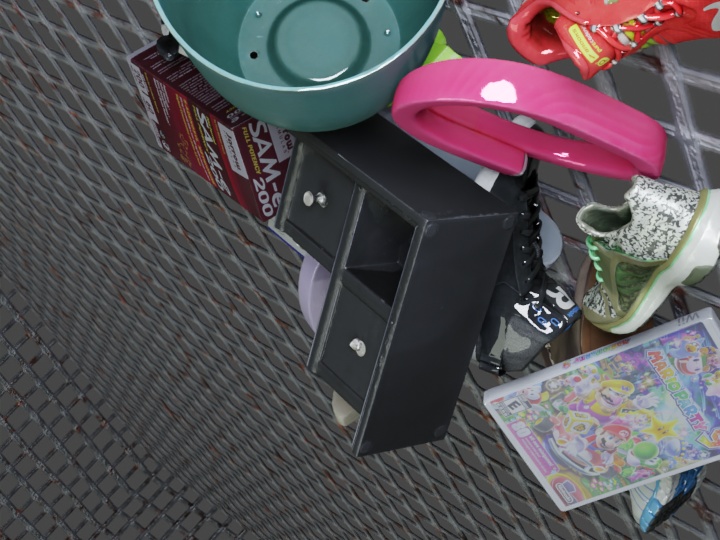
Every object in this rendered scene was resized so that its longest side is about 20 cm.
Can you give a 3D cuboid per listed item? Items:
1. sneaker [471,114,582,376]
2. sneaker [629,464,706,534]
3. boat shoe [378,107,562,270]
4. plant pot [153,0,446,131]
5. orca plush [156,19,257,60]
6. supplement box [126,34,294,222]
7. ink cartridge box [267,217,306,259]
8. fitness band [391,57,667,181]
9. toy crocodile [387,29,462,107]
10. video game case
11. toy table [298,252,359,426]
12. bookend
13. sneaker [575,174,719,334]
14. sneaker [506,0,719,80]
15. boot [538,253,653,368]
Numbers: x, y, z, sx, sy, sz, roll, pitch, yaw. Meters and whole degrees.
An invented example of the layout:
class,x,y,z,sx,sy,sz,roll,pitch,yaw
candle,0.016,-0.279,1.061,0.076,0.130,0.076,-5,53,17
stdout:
class,x,y,z,sx,sy,sz,roll,pitch,yaw
sneaker,0.131,-0.012,1.121,0.112,0.073,0.201,28,118,16
sneaker,0.267,0.166,1.332,0.087,0.075,0.200,41,154,28
boat shoe,0.076,-0.063,1.210,0.199,0.074,0.068,36,148,-4
plant pot,-0.035,-0.186,0.995,0.200,0.201,0.161,40,170,11
orca plush,-0.124,-0.216,1.290,0.200,0.105,0.071,-123,39,-59
supplement box,-0.132,-0.136,1.347,0.200,0.061,0.109,35,150,45
ink cartridge box,-0.035,-0.087,1.348,0.095,0.037,0.200,39,141,22
fitness band,0.112,-0.095,0.968,0.199,0.038,0.143,17,172,-37
toy crocodile,0.017,-0.159,1.134,0.062,0.068,0.200,46,165,-31
video game case,0.220,0.117,1.181,0.199,0.018,0.143,-23,121,23
toy table,0.028,0.044,1.297,0.117,0.184,0.200,51,180,31
bookend,0.000,0.000,1.122,0.200,0.092,0.199,41,125,41
sneaker,0.191,-0.021,1.039,0.088,0.077,0.200,29,154,-2
sneaker,0.158,-0.145,0.839,0.077,0.085,0.200,49,161,-22
boot,0.186,0.049,1.241,0.146,0.070,0.201,-138,31,-59
